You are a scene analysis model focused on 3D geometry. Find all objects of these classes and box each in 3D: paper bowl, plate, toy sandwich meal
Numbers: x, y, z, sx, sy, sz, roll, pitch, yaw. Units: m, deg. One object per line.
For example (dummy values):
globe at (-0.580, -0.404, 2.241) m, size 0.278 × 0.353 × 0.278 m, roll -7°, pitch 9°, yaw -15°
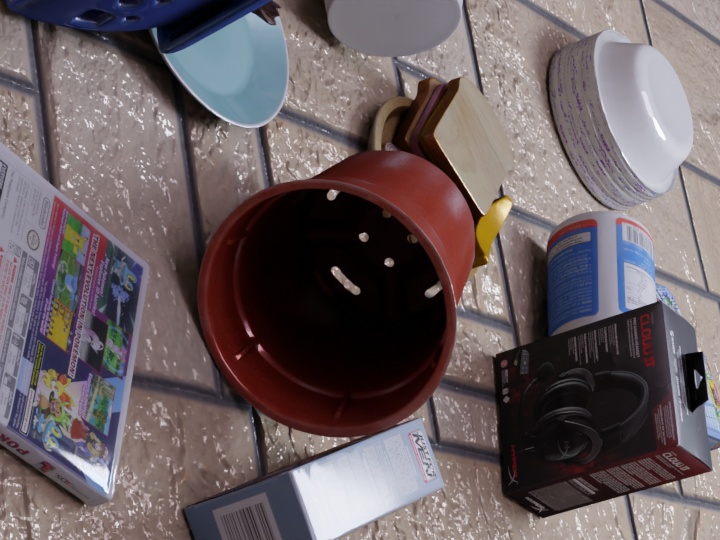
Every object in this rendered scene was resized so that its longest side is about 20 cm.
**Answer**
paper bowl at (0.306, -0.177, 2.207) m, size 0.201 × 0.104 × 0.201 m, roll 37°, pitch 43°, yaw -45°
plate at (-0.127, -0.207, 1.584) m, size 0.200 × 0.026 × 0.201 m, roll 36°, pitch 44°, yaw -44°
toy sandwich meal at (0.082, -0.085, 1.807) m, size 0.205 × 0.070 × 0.206 m, roll 37°, pitch 43°, yaw -43°

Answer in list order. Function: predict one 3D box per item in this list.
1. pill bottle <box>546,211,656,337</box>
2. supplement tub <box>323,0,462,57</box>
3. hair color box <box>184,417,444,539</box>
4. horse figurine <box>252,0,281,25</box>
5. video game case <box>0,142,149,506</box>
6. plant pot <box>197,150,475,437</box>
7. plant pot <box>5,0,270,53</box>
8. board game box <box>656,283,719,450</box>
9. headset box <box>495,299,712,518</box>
pill bottle at (0.243, 0.050, 1.950) m, size 0.112 × 0.112 × 0.201 m, roll 41°, pitch 41°, yaw -40°
supplement tub at (0.027, -0.313, 1.786) m, size 0.145 × 0.145 × 0.201 m, roll 34°, pitch 45°, yaw -46°
hair color box at (-0.030, 0.167, 1.434) m, size 0.200 × 0.099 × 0.061 m, roll -13°, pitch 82°, yaw -60°
horse figurine at (-0.091, -0.303, 1.568) m, size 0.050 × 0.132 × 0.201 m, roll 3°, pitch 99°, yaw -27°
video game case at (-0.217, 0.030, 1.290) m, size 0.182 × 0.023 × 0.201 m, roll 43°, pitch 38°, yaw -38°
plant pot at (0.000, 0.000, 1.514) m, size 0.201 × 0.200 × 0.195 m, roll 64°, pitch 23°, yaw -10°
plant pot at (-0.137, -0.282, 1.421) m, size 0.179 × 0.200 × 0.201 m, roll 19°, pitch 56°, yaw -46°
board game box at (0.309, 0.103, 2.076) m, size 0.200 × 0.062 × 0.201 m, roll 2°, pitch 71°, yaw -59°
headset box at (0.231, 0.127, 1.792) m, size 0.077 × 0.199 × 0.149 m, roll 34°, pitch 45°, yaw -46°
